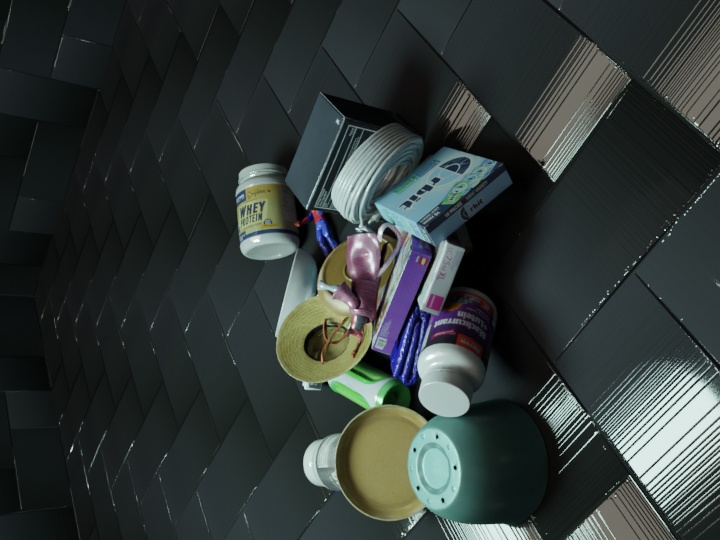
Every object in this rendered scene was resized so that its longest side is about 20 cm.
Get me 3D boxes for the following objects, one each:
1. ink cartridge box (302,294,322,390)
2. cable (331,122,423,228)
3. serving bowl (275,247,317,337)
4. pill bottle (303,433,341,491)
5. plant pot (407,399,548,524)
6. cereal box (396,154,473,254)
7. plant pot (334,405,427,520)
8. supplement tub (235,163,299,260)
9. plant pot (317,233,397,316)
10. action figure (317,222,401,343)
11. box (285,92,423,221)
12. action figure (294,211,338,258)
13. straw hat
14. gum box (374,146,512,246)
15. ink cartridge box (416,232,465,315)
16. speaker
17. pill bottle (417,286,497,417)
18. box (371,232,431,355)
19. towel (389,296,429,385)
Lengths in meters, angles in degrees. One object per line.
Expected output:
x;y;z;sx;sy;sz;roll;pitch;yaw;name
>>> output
-0.093;0.157;1.640;0.200;0.043;0.201;136;141;-81;ink cartridge box
0.032;-0.176;1.376;0.069;0.200;0.200;42;91;15;cable
-0.133;0.055;1.665;0.200;0.065;0.203;-166;90;-86;serving bowl
-0.023;0.381;1.504;0.199;0.113;0.115;-20;70;50;pill bottle
0.173;0.311;1.213;0.200;0.160;0.203;-10;77;52;plant pot
0.126;-0.094;1.423;0.144;0.039;0.202;-40;55;41;cereal box
0.053;0.348;1.372;0.027;0.197;0.203;61;-155;-78;plant pot
-0.225;-0.140;1.811;0.144;0.143;0.203;-27;65;48;supplement tub
0.000;0.000;1.491;0.198;0.028;0.202;-14;50;17;plant pot
0.014;0.034;1.352;0.148;0.134;0.202;-13;60;34;action figure
-0.015;-0.222;1.497;0.123;0.197;0.202;50;124;43;box
-0.105;-0.098;1.691;0.065;0.098;0.202;-39;54;42;action figure
-0.060;0.150;1.495;0.198;0.085;0.203;-9;58;14;straw hat
0.135;-0.131;1.284;0.169;0.045;0.200;-39;27;-9;gum box
0.129;-0.012;1.292;0.200;0.041;0.121;-101;31;-74;ink cartridge box
0.011;0.228;1.501;0.199;0.088;0.090;19;101;52;speaker
0.155;0.132;1.225;0.111;0.111;0.201;-41;19;42;pill bottle
0.072;0.027;1.318;0.137;0.039;0.202;-82;11;-63;box
0.082;0.115;1.372;0.200;0.049;0.150;-115;34;-83;towel
